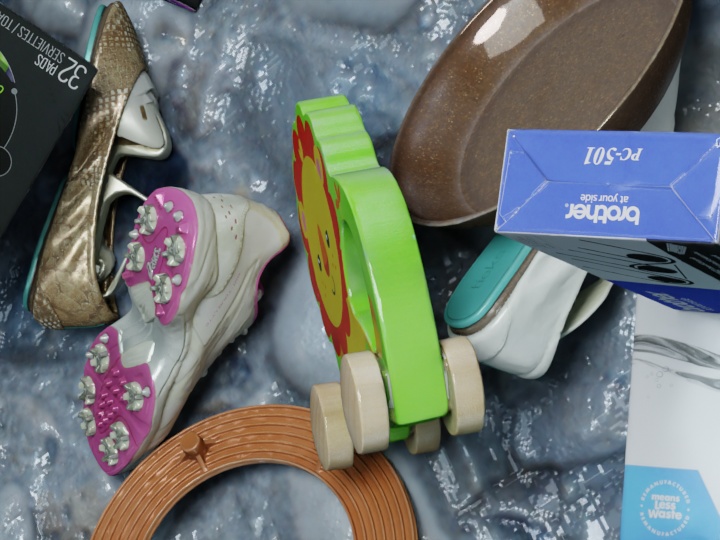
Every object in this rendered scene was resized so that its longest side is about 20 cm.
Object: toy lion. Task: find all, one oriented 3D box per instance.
[{"bbox_3d":[0.000,0.000,0.988,0.068,0.200,0.194,-10,83,-9],"label":"toy lion"}]

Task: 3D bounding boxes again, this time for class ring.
[{"bbox_3d":[-0.065,0.162,1.044,0.199,0.019,0.202,-10,57,16],"label":"ring"}]

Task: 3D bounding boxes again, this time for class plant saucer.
[{"bbox_3d":[0.098,-0.094,0.976,0.200,0.037,0.201,-38,27,23],"label":"plant saucer"}]

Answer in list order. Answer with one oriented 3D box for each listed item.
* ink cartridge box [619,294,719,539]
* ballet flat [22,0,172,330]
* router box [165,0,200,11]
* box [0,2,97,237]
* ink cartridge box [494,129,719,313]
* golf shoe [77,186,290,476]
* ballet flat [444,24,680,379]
[{"bbox_3d":[0.194,0.038,0.923,0.115,0.067,0.202,0,82,31],"label":"ink cartridge box"},{"bbox_3d":[-0.149,-0.060,1.161,0.065,0.071,0.202,13,92,5],"label":"ballet flat"},{"bbox_3d":[-0.131,-0.280,1.182,0.148,0.051,0.201,26,96,30],"label":"router box"},{"bbox_3d":[-0.280,-0.099,1.092,0.149,0.199,0.124,-63,17,-17],"label":"box"},{"bbox_3d":[0.142,-0.015,0.805,0.093,0.200,0.045,4,83,31],"label":"ink cartridge box"},{"bbox_3d":[-0.101,0.040,1.103,0.075,0.091,0.201,53,132,34],"label":"golf shoe"},{"bbox_3d":[0.116,-0.031,0.978,0.069,0.070,0.201,26,76,32],"label":"ballet flat"}]
